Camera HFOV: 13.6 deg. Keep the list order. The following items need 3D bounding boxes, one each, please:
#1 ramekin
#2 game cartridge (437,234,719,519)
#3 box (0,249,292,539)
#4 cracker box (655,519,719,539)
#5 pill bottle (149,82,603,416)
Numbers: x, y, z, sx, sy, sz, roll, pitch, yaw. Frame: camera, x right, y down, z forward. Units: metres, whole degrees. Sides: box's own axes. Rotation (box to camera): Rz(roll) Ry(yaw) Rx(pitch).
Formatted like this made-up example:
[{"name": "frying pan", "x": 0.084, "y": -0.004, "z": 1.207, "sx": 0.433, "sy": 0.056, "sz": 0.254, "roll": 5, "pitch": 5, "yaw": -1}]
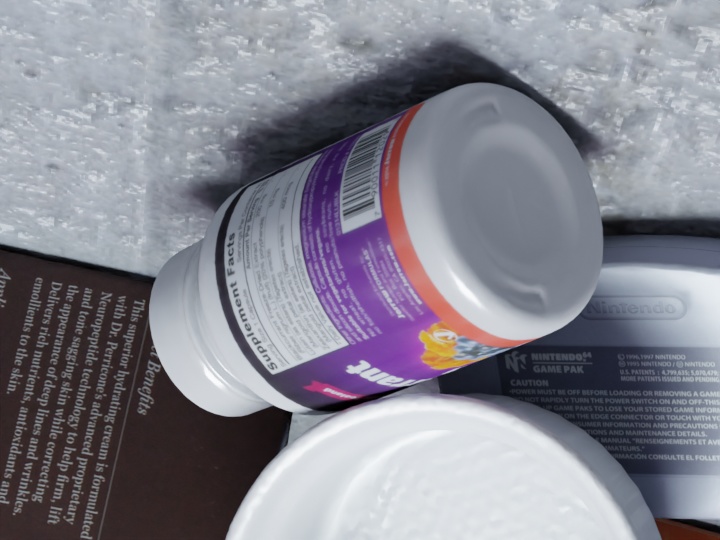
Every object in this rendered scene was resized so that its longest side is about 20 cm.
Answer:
[{"name": "ramekin", "x": 0.043, "y": 0.149, "z": 1.349, "sx": 0.200, "sy": 0.201, "sz": 0.098, "roll": 1, "pitch": -175, "yaw": 16}, {"name": "game cartridge", "x": 0.133, "y": 0.049, "z": 1.371, "sx": 0.199, "sy": 0.042, "sz": 0.134, "roll": 0, "pitch": 112, "yaw": 20}, {"name": "box", "x": -0.144, "y": 0.108, "z": 1.490, "sx": 0.199, "sy": 0.166, "sz": 0.164, "roll": 13, "pitch": 148, "yaw": -3}, {"name": "cracker box", "x": 0.111, "y": 0.193, "z": 1.656, "sx": 0.134, "sy": 0.058, "sz": 0.200, "roll": 15, "pitch": 150, "yaw": -6}, {"name": "pill bottle", "x": 0.000, "y": 0.000, "z": 1.317, "sx": 0.111, "sy": 0.112, "sz": 0.200, "roll": 32, "pitch": 144, "yaw": -31}]
